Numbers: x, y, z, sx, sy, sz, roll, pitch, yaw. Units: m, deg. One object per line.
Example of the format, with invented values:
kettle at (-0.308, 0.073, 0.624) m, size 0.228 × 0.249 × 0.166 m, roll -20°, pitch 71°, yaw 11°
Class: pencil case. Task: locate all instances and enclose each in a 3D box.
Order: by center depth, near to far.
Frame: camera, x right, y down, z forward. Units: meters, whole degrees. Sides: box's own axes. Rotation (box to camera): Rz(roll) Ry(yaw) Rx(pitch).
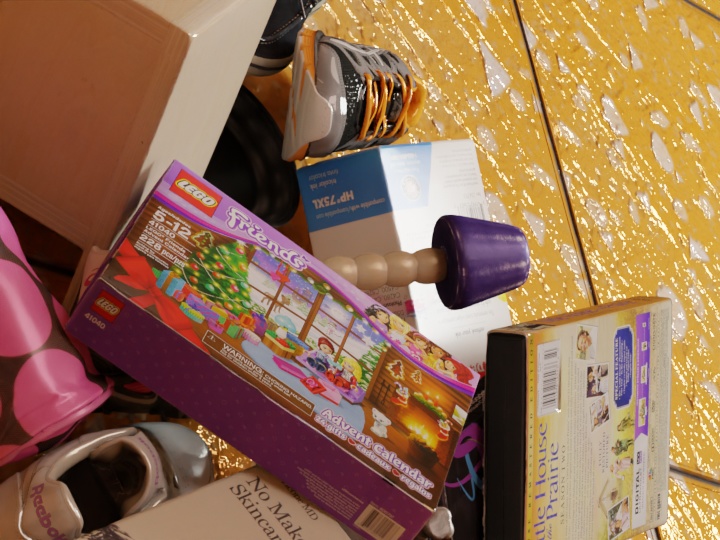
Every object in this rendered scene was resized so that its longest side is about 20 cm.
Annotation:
pencil case at (-0.197, -0.001, 1.265) m, size 0.201 × 0.090 × 0.094 m, roll 60°, pitch -1°, yaw 4°

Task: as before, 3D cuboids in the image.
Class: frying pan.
frying pan at (-0.104, -0.076, 1.519) m, size 0.189 × 0.031 × 0.116 m, roll 7°, pitch 56°, yaw -52°

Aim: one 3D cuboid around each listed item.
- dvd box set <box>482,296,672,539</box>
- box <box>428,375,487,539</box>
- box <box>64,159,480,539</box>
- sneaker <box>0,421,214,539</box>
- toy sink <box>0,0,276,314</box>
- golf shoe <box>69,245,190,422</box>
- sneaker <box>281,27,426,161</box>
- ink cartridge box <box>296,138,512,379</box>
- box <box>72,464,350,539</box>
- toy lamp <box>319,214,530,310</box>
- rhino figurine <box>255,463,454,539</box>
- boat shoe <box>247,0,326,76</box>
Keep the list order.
dvd box set at (0.133, 0.098, 1.550) m, size 0.200 × 0.029 × 0.148 m, roll -11°, pitch 103°, yaw -58°
box at (0.092, 0.132, 1.550) m, size 0.200 × 0.036 × 0.144 m, roll -34°, pitch 121°, yaw -53°
box at (-0.039, 0.041, 1.290) m, size 0.199 × 0.039 × 0.137 m, roll 35°, pitch 29°, yaw -6°
sneaker at (-0.117, 0.115, 1.279) m, size 0.075 × 0.099 × 0.200 m, roll 60°, pitch 29°, yaw 4°
toy sink at (-0.141, -0.092, 1.382) m, size 0.112 × 0.201 × 0.130 m, roll 30°, pitch 32°, yaw 9°
golf shoe at (-0.085, 0.035, 1.380) m, size 0.200 × 0.077 × 0.089 m, roll 4°, pitch 88°, yaw -62°
sneaker at (-0.004, -0.107, 1.585) m, size 0.200 × 0.077 × 0.079 m, roll -60°, pitch 161°, yaw -77°
ink cartridge box at (0.036, 0.025, 1.582) m, size 0.116 × 0.067 × 0.202 m, roll -8°, pitch 86°, yaw -57°
box at (-0.097, 0.162, 1.208) m, size 0.199 × 0.069 × 0.082 m, roll -21°, pitch 60°, yaw -42°
toy lamp at (0.000, 0.000, 1.481) m, size 0.198 × 0.058 × 0.059 m, roll -5°, pitch 63°, yaw -18°
rhino figurine at (0.010, 0.155, 1.374) m, size 0.060 × 0.087 × 0.201 m, roll -27°, pitch 86°, yaw -38°
boat shoe at (-0.057, -0.178, 1.625) m, size 0.074 × 0.063 × 0.200 m, roll 25°, pitch 30°, yaw 5°
